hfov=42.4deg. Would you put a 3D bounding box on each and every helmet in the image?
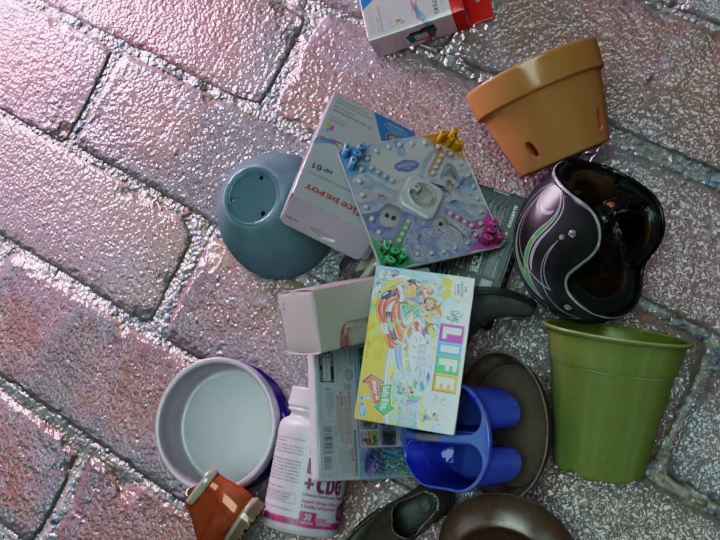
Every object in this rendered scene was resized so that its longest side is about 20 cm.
[{"bbox_3d":[0.302,-0.031,1.269,0.198,0.200,0.193,28,126,19],"label":"helmet"}]

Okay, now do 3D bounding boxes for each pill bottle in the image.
[{"bbox_3d":[-0.072,0.277,1.356,0.112,0.113,0.203,7,81,17],"label":"pill bottle"}]

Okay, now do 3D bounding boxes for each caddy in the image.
[{"bbox_3d":[0.129,0.225,1.266,0.199,0.104,0.144,-12,77,57],"label":"caddy"}]

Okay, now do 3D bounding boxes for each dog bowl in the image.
[{"bbox_3d":[-0.209,0.238,1.422,0.197,0.079,0.204,-3,78,15],"label":"dog bowl"}]

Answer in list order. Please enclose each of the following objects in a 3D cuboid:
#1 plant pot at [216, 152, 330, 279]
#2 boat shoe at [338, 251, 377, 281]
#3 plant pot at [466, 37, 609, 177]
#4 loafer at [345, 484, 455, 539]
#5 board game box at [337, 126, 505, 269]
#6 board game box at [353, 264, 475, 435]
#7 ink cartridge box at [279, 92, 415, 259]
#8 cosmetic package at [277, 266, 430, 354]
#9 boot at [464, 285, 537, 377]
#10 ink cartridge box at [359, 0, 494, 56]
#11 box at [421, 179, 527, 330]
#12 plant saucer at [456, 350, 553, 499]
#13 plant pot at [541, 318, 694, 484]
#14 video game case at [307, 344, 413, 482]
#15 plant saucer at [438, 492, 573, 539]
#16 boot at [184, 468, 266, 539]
[{"bbox_3d":[-0.144,-0.097,1.439,0.197,0.135,0.204,-3,79,16],"label":"plant pot"},{"bbox_3d":[0.000,0.000,1.416,0.064,0.072,0.201,34,87,25],"label":"boat shoe"},{"bbox_3d":[0.266,-0.224,1.327,0.198,0.200,0.142,-21,91,11],"label":"plant pot"},{"bbox_3d":[0.044,0.366,1.328,0.200,0.071,0.073,-42,71,5],"label":"loafer"},{"bbox_3d":[0.088,-0.108,1.324,0.197,0.026,0.202,-12,68,-23],"label":"board game box"},{"bbox_3d":[0.072,0.103,1.208,0.132,0.034,0.203,7,83,10],"label":"board game box"},{"bbox_3d":[-0.017,-0.139,1.373,0.143,0.085,0.202,24,60,-8],"label":"ink cartridge box"},{"bbox_3d":[-0.003,0.055,1.287,0.103,0.198,0.089,-6,93,58],"label":"cosmetic package"},{"bbox_3d":[0.146,0.086,1.285,0.197,0.070,0.134,7,86,-15],"label":"boot"},{"bbox_3d":[0.101,-0.430,1.468,0.197,0.067,0.118,-16,76,12],"label":"ink cartridge box"},{"bbox_3d":[0.151,-0.031,1.387,0.158,0.049,0.203,18,85,21],"label":"box"},{"bbox_3d":[0.201,0.214,1.281,0.199,0.034,0.204,-13,75,58],"label":"plant saucer"},{"bbox_3d":[0.329,0.175,1.239,0.197,0.200,0.193,8,95,17],"label":"plant pot"},{"bbox_3d":[0.010,0.197,1.335,0.180,0.024,0.203,4,76,-28],"label":"video game case"},{"bbox_3d":[0.195,0.397,1.248,0.197,0.037,0.204,7,110,19],"label":"plant saucer"},{"bbox_3d":[-0.218,0.364,1.359,0.107,0.075,0.201,37,130,4],"label":"boot"}]
